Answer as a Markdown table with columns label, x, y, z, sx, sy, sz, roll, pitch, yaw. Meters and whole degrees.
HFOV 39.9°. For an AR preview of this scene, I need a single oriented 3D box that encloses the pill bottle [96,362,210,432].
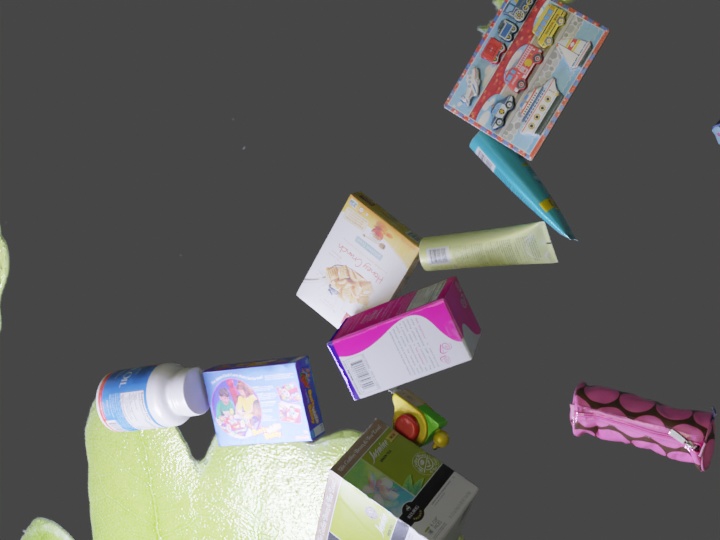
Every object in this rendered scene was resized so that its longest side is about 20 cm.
| label | x | y | z | sx | sy | sz | roll | pitch | yaw |
| --- | --- | --- | --- | --- | --- | --- | --- | --- | --- |
| pill bottle | -0.362 | 0.223 | 1.759 | 0.198 | 0.112 | 0.114 | -11 | 96 | 29 |

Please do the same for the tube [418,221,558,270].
| label | x | y | z | sx | sy | sz | roll | pitch | yaw |
| --- | --- | --- | --- | --- | --- | --- | --- | --- | --- |
| tube | 0.183 | -0.032 | 1.440 | 0.198 | 0.058 | 0.053 | -5 | 82 | 30 |

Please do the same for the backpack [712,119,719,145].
| label | x | y | z | sx | sy | sz | roll | pitch | yaw |
| --- | --- | --- | --- | --- | --- | --- | --- | --- | --- |
| backpack | 0.506 | -0.164 | 1.145 | 0.181 | 0.199 | 0.136 | -22 | 90 | 30 |

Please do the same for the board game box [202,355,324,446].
| label | x | y | z | sx | sy | sz | roll | pitch | yaw |
| --- | --- | --- | --- | --- | --- | --- | --- | --- | --- |
| board game box | -0.166 | 0.224 | 1.689 | 0.198 | 0.045 | 0.136 | -8 | 97 | 30 |

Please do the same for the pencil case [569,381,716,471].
| label | x | y | z | sx | sy | sz | roll | pitch | yaw |
| --- | --- | --- | --- | --- | --- | --- | --- | --- | --- |
| pencil case | 0.382 | 0.210 | 1.356 | 0.198 | 0.093 | 0.092 | 10 | 106 | 27 |

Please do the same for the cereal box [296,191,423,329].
| label | x | y | z | sx | sy | sz | roll | pitch | yaw |
| --- | --- | --- | --- | --- | --- | --- | --- | --- | --- |
| cereal box | 0.000 | 0.000 | 1.552 | 0.143 | 0.039 | 0.201 | 37 | 116 | 16 |

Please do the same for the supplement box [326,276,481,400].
| label | x | y | z | sx | sy | sz | roll | pitch | yaw |
| --- | --- | --- | --- | --- | --- | --- | --- | --- | --- |
| supplement box | 0.067 | 0.101 | 1.477 | 0.198 | 0.103 | 0.102 | -21 | 102 | 23 |

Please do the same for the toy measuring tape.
| label | x | y | z | sx | sy | sz | roll | pitch | yaw |
| --- | --- | --- | --- | --- | --- | --- | --- | --- | --- |
| toy measuring tape | 0.057 | 0.222 | 1.558 | 0.199 | 0.073 | 0.074 | 34 | 115 | 29 |

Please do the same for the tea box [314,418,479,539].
| label | x | y | z | sx | sy | sz | roll | pitch | yaw |
| --- | --- | --- | --- | --- | --- | --- | --- | --- | --- |
| tea box | 0.050 | 0.374 | 1.516 | 0.196 | 0.134 | 0.201 | 31 | 136 | 18 |

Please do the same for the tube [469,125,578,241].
| label | x | y | z | sx | sy | sz | roll | pitch | yaw |
| --- | --- | --- | --- | --- | --- | --- | --- | --- | --- |
| tube | 0.232 | -0.117 | 1.384 | 0.050 | 0.077 | 0.201 | -43 | 76 | 21 |

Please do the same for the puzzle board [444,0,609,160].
| label | x | y | z | sx | sy | sz | roll | pitch | yaw |
| --- | --- | --- | --- | --- | --- | --- | --- | --- | --- |
| puzzle board | 0.224 | -0.275 | 1.355 | 0.150 | 0.017 | 0.201 | 34 | 101 | 19 |
